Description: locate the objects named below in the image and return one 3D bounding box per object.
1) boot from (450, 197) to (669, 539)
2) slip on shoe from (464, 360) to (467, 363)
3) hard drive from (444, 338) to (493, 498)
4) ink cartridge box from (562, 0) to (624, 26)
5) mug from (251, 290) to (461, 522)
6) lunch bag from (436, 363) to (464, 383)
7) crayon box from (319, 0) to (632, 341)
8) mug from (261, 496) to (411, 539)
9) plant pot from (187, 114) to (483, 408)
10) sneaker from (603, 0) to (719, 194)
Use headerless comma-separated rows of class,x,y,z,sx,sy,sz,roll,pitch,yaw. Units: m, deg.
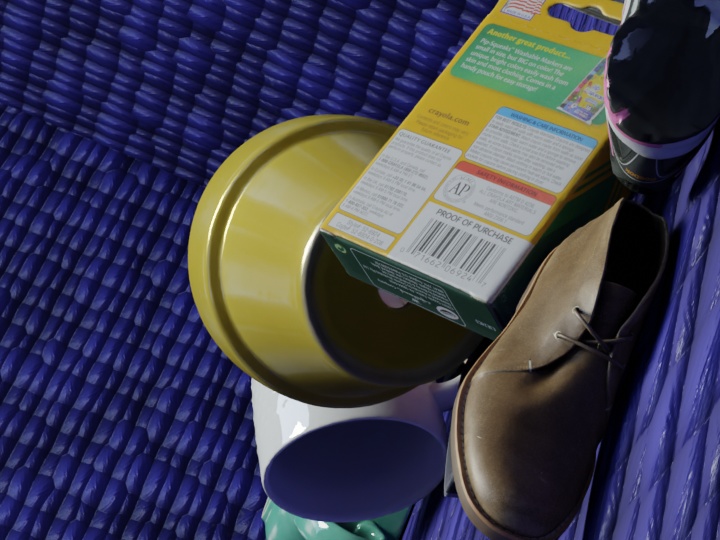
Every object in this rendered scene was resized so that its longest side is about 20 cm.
boot,0.098,0.042,0.847,0.075,0.074,0.200,-56,7,49
slip on shoe,0.103,-0.008,1.360,0.074,0.061,0.200,118,173,-53
hard drive,0.095,0.056,1.100,0.200,0.042,0.135,-71,4,-73
ink cartridge box,0.197,-0.247,1.107,0.147,0.083,0.200,-74,7,-77
mug,0.009,0.078,1.410,0.148,0.200,0.176,54,-160,-49
lunch bag,0.059,0.018,1.538,0.200,0.127,0.170,-120,50,-66
crayon box,0.088,-0.065,0.991,0.200,0.126,0.052,-53,-40,-16
mug,-0.017,0.196,1.567,0.185,0.114,0.152,116,176,-69
plant pot,0.000,0.000,1.166,0.201,0.200,0.189,-68,16,0
sneaker,0.161,-0.126,0.910,0.086,0.080,0.200,95,-160,-59
